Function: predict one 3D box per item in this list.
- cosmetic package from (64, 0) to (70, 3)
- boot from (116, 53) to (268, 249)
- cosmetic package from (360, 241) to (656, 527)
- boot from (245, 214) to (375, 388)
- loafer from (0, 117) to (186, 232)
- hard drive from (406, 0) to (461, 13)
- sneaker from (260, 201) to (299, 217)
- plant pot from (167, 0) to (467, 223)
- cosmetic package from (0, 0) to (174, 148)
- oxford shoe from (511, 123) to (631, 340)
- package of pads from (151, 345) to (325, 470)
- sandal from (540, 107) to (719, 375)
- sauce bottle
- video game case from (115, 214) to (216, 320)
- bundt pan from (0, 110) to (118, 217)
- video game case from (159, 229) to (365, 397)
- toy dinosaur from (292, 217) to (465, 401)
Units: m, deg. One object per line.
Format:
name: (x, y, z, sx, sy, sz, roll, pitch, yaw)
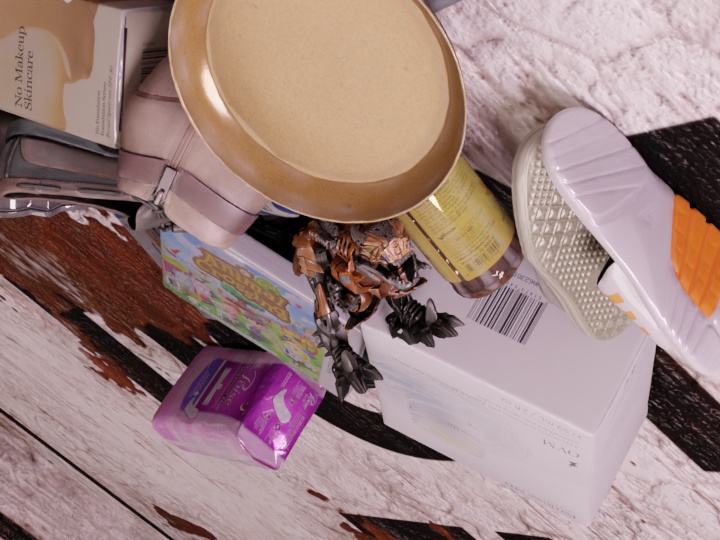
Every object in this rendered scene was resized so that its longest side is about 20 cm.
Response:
cosmetic package: (-0.222, -0.276, 1.010, 0.200, 0.082, 0.112, 42, 155, -20)
boot: (-0.069, -0.082, 1.105, 0.198, 0.147, 0.070, 27, -166, 3)
cosmetic package: (0.119, 0.079, 1.245, 0.198, 0.124, 0.201, 25, 159, 19)
boot: (-0.029, 0.020, 1.382, 0.200, 0.077, 0.168, 40, 162, -1)
loafer: (-0.183, -0.056, 1.217, 0.198, 0.064, 0.072, 18, 157, -10)
hard drive: (-0.025, -0.199, 0.968, 0.139, 0.033, 0.199, 40, 158, -19)
sneaker: (-0.081, -0.106, 1.219, 0.087, 0.076, 0.200, 12, 159, 9)
plant pot: (-0.024, -0.120, 0.968, 0.198, 0.028, 0.202, 14, 132, 16)
cosmetic package: (-0.221, -0.165, 1.186, 0.199, 0.071, 0.107, 18, 110, 37)
oxford shoe: (0.138, -0.027, 1.072, 0.058, 0.075, 0.201, 46, 172, 43)
package of pads: (-0.139, 0.151, 1.758, 0.076, 0.121, 0.199, 44, 156, -29)
sandal: (0.177, -0.022, 1.022, 0.207, 0.079, 0.059, 49, 156, -17)
sauce bottle: (0.035, -0.069, 1.044, 0.064, 0.065, 0.200, 3, 139, 52)
video game case: (-0.168, -0.007, 1.517, 0.143, 0.018, 0.200, 50, 167, -13)
bundt pan: (-0.287, -0.122, 1.313, 0.200, 0.201, 0.077, 22, 123, 26)
video game case: (-0.085, 0.025, 1.341, 0.199, 0.022, 0.182, 32, 158, 7)
toy dinosaur: (0.000, 0.000, 1.100, 0.200, 0.101, 0.137, -109, -7, -77)
